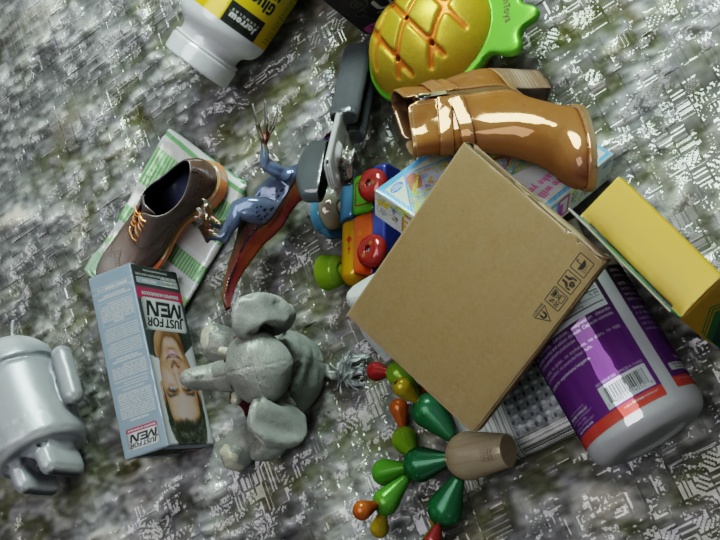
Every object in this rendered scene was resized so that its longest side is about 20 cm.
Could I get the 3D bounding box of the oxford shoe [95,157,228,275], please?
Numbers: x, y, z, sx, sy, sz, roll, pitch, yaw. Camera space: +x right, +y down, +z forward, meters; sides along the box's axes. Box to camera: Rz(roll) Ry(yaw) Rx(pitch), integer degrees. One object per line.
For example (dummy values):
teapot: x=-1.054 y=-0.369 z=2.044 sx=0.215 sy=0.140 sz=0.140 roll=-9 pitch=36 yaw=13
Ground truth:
oxford shoe: x=-0.240 y=-0.056 z=1.384 sx=0.200 sy=0.073 sz=0.071 roll=-46 pitch=65 yaw=13

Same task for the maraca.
maraca: x=0.092 y=-0.243 z=1.250 sx=0.198 sy=0.107 sz=0.139 roll=-20 pitch=63 yaw=30

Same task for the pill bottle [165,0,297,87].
pill bottle: x=-0.132 y=-0.314 z=1.386 sx=0.112 sy=0.112 sz=0.201 roll=38 pitch=98 yaw=29

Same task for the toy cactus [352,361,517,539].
toy cactus: x=0.068 y=0.178 z=1.171 sx=0.164 sy=0.102 sz=0.203 roll=-16 pitch=71 yaw=38

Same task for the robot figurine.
robot figurine: x=-0.389 y=0.159 z=1.416 sx=0.169 sy=0.113 sz=0.201 roll=-35 pitch=65 yaw=11

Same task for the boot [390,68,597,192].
boot: x=0.122 y=-0.129 z=1.131 sx=0.153 sy=0.077 sz=0.201 roll=-8 pitch=42 yaw=-15

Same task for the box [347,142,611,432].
box: x=0.098 y=0.015 z=1.077 sx=0.163 sy=0.021 sz=0.201 roll=42 pitch=114 yaw=17

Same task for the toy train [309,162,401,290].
toy train: x=0.000 y=0.000 z=1.262 sx=0.115 sy=0.084 sz=0.203 roll=-13 pitch=68 yaw=36

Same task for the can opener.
can opener: x=-0.023 y=-0.158 z=1.273 sx=0.066 sy=0.053 sz=0.202 roll=0 pitch=50 yaw=18

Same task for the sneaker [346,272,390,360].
sneaker: x=0.087 y=0.016 z=1.190 sx=0.198 sy=0.075 sz=0.089 roll=-28 pitch=103 yaw=-9

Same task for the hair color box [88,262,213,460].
hair color box: x=-0.228 y=0.101 z=1.341 sx=0.060 sy=0.099 sz=0.202 roll=-18 pitch=77 yaw=20

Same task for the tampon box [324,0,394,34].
tampon box: x=0.020 y=-0.389 z=1.313 sx=0.149 sy=0.126 sz=0.202 roll=-21 pitch=70 yaw=23

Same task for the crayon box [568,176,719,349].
crayon box: x=0.264 y=-0.006 z=1.056 sx=0.052 sy=0.200 sz=0.126 roll=-46 pitch=63 yaw=11

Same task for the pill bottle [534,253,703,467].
pill bottle: x=0.210 y=0.065 z=1.094 sx=0.112 sy=0.112 sz=0.201 roll=-35 pitch=66 yaw=17

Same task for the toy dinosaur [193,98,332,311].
toy dinosaur: x=-0.084 y=-0.081 z=1.329 sx=0.179 sy=0.105 sz=0.202 roll=-16 pitch=92 yaw=5

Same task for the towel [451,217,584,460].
towel: x=0.158 y=0.071 z=1.191 sx=0.191 sy=0.034 sz=0.202 roll=-28 pitch=67 yaw=20

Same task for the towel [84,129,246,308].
towel: x=-0.226 y=-0.047 z=1.428 sx=0.152 sy=0.023 sz=0.201 roll=35 pitch=96 yaw=29

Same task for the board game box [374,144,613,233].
board game box: x=0.129 y=-0.083 z=1.174 sx=0.199 sy=0.034 sz=0.134 roll=-37 pitch=57 yaw=-28

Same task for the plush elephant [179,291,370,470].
plush elephant: x=-0.107 y=0.108 z=1.253 sx=0.198 sy=0.154 sz=0.167 roll=-14 pitch=73 yaw=25
